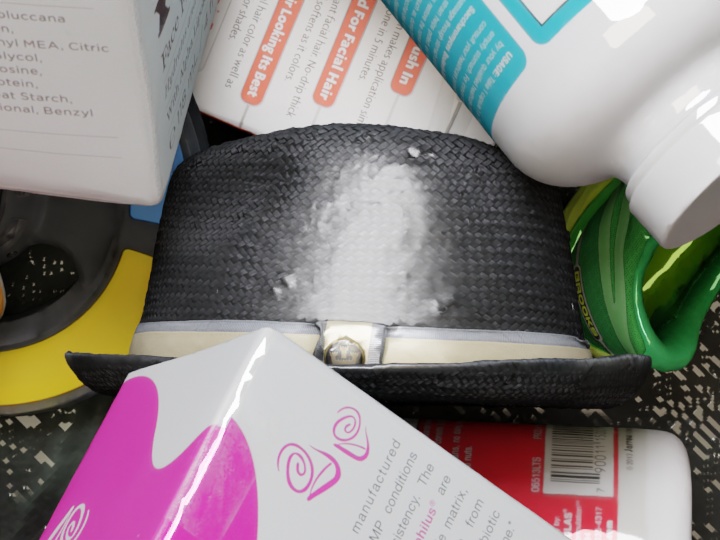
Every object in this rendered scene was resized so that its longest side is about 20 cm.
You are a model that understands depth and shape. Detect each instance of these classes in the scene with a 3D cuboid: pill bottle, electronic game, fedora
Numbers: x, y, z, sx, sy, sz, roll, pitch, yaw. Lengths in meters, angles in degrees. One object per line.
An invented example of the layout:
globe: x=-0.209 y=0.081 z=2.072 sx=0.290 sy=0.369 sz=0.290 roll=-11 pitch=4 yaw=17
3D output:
pill bottle: x=0.062 y=-0.105 z=0.826 sx=0.111 sy=0.111 sz=0.200 roll=-38 pitch=76 yaw=3
pill bottle: x=0.017 y=0.109 z=0.924 sx=0.199 sy=0.112 sz=0.113 roll=2 pitch=90 yaw=5
electronic game: x=-0.150 y=-0.037 z=0.939 sx=0.199 sy=0.042 sz=0.201 roll=6 pitch=116 yaw=13
fedora: x=0.000 y=0.000 z=0.873 sx=0.200 sy=0.201 sz=0.092 roll=2 pitch=86 yaw=4

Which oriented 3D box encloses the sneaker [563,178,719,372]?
sneaker: x=0.139 y=-0.051 z=0.922 sx=0.074 sy=0.084 sz=0.200 roll=17 pitch=103 yaw=-37

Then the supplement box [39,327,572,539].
supplement box: x=0.005 y=0.117 z=0.778 sx=0.200 sy=0.103 sz=0.101 roll=37 pitch=65 yaw=-20

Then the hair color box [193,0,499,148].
hair color box: x=-0.030 y=-0.105 z=0.954 sx=0.199 sy=0.064 sz=0.111 roll=23 pitch=92 yaw=5

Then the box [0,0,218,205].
box: x=-0.141 y=-0.146 z=0.825 sx=0.199 sy=0.131 sz=0.199 roll=7 pitch=55 yaw=8

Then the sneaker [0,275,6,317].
sneaker: x=-0.229 y=0.021 z=0.933 sx=0.199 sy=0.077 sz=0.078 roll=-11 pitch=115 yaw=29
